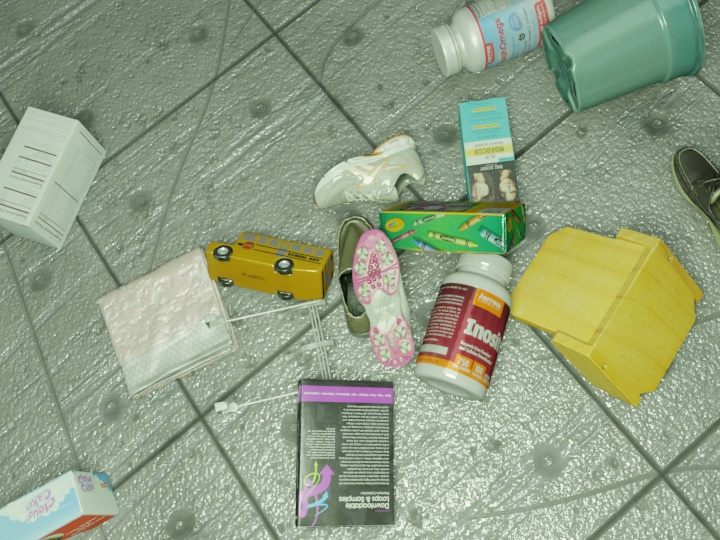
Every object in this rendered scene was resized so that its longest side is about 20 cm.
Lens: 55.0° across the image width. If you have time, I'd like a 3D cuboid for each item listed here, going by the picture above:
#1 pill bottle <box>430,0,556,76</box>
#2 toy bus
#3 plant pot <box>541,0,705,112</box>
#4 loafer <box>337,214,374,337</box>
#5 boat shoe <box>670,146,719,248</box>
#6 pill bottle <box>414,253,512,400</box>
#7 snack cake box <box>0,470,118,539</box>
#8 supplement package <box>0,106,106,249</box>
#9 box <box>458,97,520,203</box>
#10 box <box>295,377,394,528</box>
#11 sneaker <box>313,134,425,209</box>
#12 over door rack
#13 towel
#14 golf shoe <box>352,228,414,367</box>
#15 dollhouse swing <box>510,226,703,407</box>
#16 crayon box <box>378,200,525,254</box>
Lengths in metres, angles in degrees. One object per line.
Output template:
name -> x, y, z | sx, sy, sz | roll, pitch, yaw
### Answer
pill bottle -> 0.225, -0.409, 1.184 | 0.196, 0.109, 0.111 | -22, 69, 1
toy bus -> -0.147, -0.009, 1.113 | 0.195, 0.066, 0.079 | 12, 43, 13
plant pot -> 0.407, -0.364, 1.105 | 0.192, 0.200, 0.204 | -24, 68, 7
loafer -> 0.000, 0.000, 1.095 | 0.073, 0.070, 0.205 | -9, 70, 5
boat shoe -> 0.547, -0.113, 1.053 | 0.072, 0.065, 0.203 | -26, 68, 1
pill bottle -> 0.158, 0.077, 1.020 | 0.110, 0.113, 0.204 | 16, 74, 14
snack cake box -> -0.473, 0.373, 1.012 | 0.197, 0.115, 0.068 | -28, 68, -2
supplement package -> -0.555, -0.161, 1.214 | 0.107, 0.114, 0.204 | 16, 73, 12
box -> 0.210, -0.180, 1.137 | 0.080, 0.049, 0.205 | -6, 70, 7
box -> -0.023, 0.261, 0.995 | 0.139, 0.036, 0.205 | 4, 73, -13
sneaker -> 0.018, -0.143, 1.143 | 0.197, 0.076, 0.093 | -28, 73, -1
over door rack -> -0.136, 0.131, 1.063 | 0.195, 0.067, 0.151 | -7, 69, -17
towel -> -0.318, 0.084, 1.136 | 0.196, 0.032, 0.194 | -26, 69, -2
golf shoe -> 0.035, 0.039, 1.039 | 0.073, 0.091, 0.205 | -9, 94, 11
dollhouse swing -> 0.358, 0.058, 1.039 | 0.181, 0.175, 0.202 | 41, 77, -23
crayon box -> 0.139, -0.068, 1.042 | 0.196, 0.118, 0.060 | 4, 104, 27
